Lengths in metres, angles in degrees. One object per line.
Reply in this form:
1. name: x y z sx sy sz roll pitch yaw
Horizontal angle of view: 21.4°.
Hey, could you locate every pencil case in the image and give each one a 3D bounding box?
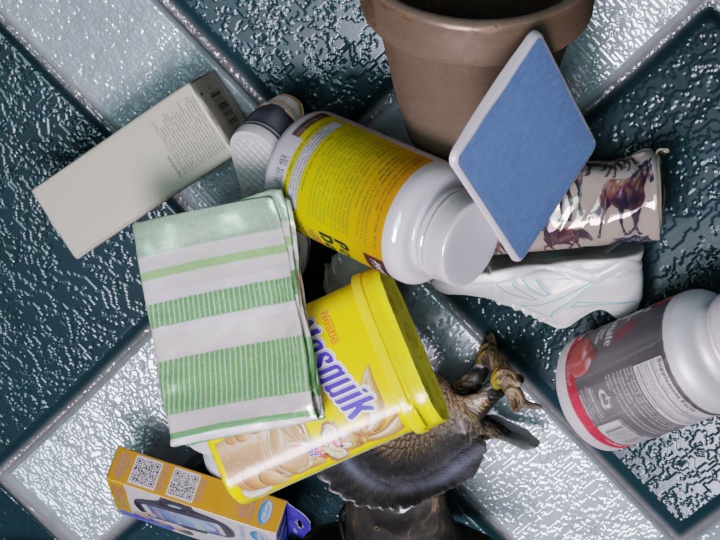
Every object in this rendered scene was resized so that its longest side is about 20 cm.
1. pencil case: 0.179 -0.063 1.699 0.198 0.078 0.090 -4 101 15

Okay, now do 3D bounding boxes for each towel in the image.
1. towel: -0.115 0.042 1.645 0.151 0.023 0.202 -12 84 18

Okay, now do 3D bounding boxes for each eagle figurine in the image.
1. eagle figurine: 0.057 0.138 1.772 0.199 0.152 0.151 -36 67 4

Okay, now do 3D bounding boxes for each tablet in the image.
1. tablet: 0.135 -0.098 1.570 0.014 0.200 0.131 28 79 30

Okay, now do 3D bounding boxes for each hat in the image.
1. hat: 0.042 0.231 1.788 0.199 0.201 0.082 4 100 11

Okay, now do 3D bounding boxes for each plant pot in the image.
1. plant pot: 0.095 -0.187 1.627 0.199 0.201 0.176 9 129 10

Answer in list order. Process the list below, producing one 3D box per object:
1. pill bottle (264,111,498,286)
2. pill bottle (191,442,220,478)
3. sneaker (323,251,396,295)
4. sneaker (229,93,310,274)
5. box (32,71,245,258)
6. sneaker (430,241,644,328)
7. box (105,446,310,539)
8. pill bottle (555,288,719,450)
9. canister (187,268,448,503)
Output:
1. pill bottle: 0.020 -0.058 1.640 0.199 0.109 0.110 26 118 35
2. pill bottle: -0.128 0.098 1.807 0.110 0.111 0.201 0 122 13
3. sneaker: 0.000 0.000 1.767 0.070 0.073 0.202 5 113 3
4. sneaker: -0.071 -0.072 1.760 0.078 0.080 0.201 20 139 18
5. box: -0.202 -0.098 1.779 0.199 0.068 0.083 -30 96 22
6. sneaker: 0.161 0.016 1.739 0.199 0.071 0.081 -2 119 16
7. box: -0.147 0.236 1.873 0.199 0.042 0.119 19 158 7
8. pill bottle: 0.277 0.082 1.679 0.199 0.111 0.111 -27 103 44
9. canister: -0.042 0.104 1.682 0.199 0.087 0.149 -25 81 10
